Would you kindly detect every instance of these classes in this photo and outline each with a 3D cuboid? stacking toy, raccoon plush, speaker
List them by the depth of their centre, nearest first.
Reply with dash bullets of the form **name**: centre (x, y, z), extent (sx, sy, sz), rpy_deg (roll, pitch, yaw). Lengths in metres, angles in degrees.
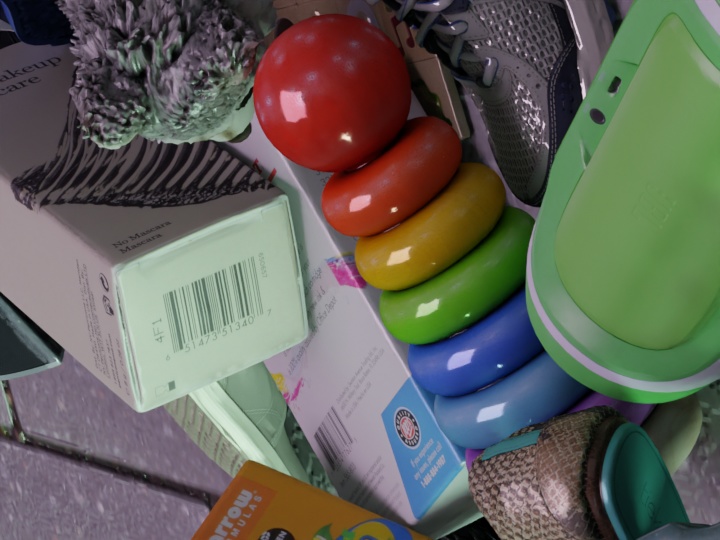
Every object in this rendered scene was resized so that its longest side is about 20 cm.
- **speaker**: centre (0.113, -0.040, 0.887), extent (0.089, 0.088, 0.200), rpy_deg (58, 151, 22)
- **stacking toy**: centre (0.034, -0.004, 0.997), extent (0.200, 0.085, 0.085), rpy_deg (55, 155, -12)
- **raccoon plush**: centre (-0.105, -0.126, 1.020), extent (0.200, 0.134, 0.097), rpy_deg (38, 115, -14)

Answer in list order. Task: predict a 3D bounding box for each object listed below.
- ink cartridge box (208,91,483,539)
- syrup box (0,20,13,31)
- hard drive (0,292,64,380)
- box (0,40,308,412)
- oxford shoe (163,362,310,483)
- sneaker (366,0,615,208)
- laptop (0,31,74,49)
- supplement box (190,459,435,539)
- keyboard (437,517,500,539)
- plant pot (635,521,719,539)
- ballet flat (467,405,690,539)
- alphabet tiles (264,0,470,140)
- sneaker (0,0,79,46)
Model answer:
- **ink cartridge box**: centre (0.000, 0.000, 1.128), extent (0.200, 0.068, 0.115), rpy_deg (60, 153, 14)
- **syrup box**: centre (-0.160, -0.206, 1.217), extent (0.081, 0.079, 0.200), rpy_deg (46, 124, 35)
- **hard drive**: centre (-0.197, -0.029, 1.377), extent (0.135, 0.042, 0.200), rpy_deg (49, -170, -23)
- **box**: centre (-0.106, -0.024, 1.144), extent (0.200, 0.082, 0.069), rpy_deg (34, 140, 49)
- **oxford shoe**: centre (-0.063, 0.040, 1.270), extent (0.075, 0.058, 0.200), rpy_deg (25, 154, 46)
- **sneaker**: centre (0.024, -0.112, 1.002), extent (0.077, 0.085, 0.200), rpy_deg (-13, 97, 63)
- **laptop**: centre (-0.139, -0.123, 1.269), extent (0.177, 0.200, 0.103), rpy_deg (57, -165, 26)
- **supplement box**: centre (0.026, 0.147, 1.094), extent (0.200, 0.067, 0.069), rpy_deg (20, 147, 22)
- **keyboard**: centre (0.011, 0.096, 1.218), extent (0.200, 0.040, 0.104), rpy_deg (56, 151, 24)
- **plant pot**: centre (0.159, 0.161, 0.838), extent (0.200, 0.200, 0.197), rpy_deg (-49, 57, 60)
- **ballet flat**: centre (0.099, 0.124, 0.978), extent (0.075, 0.068, 0.200), rpy_deg (-12, 127, 37)
- **alphabet tiles**: centre (-0.017, -0.111, 1.166), extent (0.166, 0.006, 0.200), rpy_deg (-5, 104, 63)
- **sneaker**: centre (-0.155, -0.144, 1.135), extent (0.070, 0.200, 0.078), rpy_deg (-47, 71, 12)
